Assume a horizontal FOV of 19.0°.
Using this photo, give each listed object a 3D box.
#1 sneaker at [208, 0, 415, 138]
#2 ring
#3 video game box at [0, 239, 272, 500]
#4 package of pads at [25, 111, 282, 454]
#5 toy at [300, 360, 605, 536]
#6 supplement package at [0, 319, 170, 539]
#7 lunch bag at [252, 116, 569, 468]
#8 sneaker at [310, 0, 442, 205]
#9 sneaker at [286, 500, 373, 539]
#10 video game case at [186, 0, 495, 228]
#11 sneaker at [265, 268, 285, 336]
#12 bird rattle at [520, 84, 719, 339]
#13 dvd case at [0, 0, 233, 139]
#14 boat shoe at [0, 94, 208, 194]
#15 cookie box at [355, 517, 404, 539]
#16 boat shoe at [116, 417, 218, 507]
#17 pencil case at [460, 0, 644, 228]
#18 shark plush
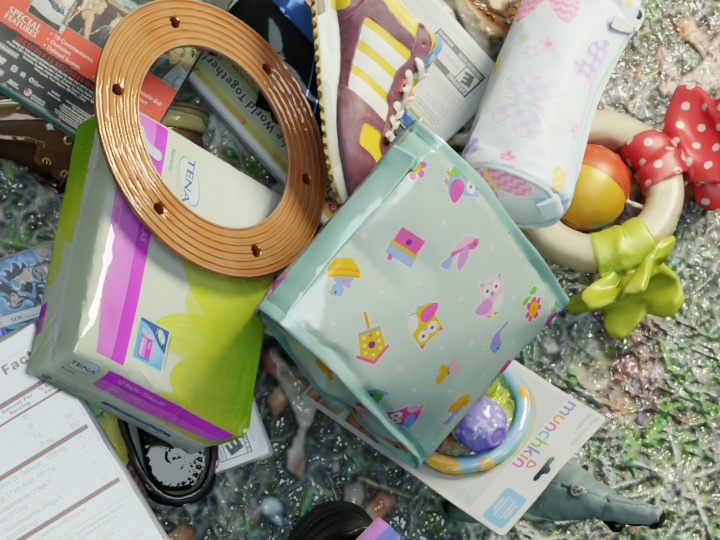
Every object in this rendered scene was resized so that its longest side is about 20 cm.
[{"bbox_3d":[-0.022,-0.119,1.556,0.078,0.070,0.200,-44,93,1],"label":"sneaker"},{"bbox_3d":[-0.102,-0.088,1.448,0.200,0.019,0.201,21,58,-37],"label":"ring"},{"bbox_3d":[-0.181,0.070,1.539,0.182,0.047,0.201,-19,89,-13],"label":"video game box"},{"bbox_3d":[-0.130,0.007,1.438,0.154,0.068,0.201,31,53,-34],"label":"package of pads"},{"bbox_3d":[0.059,0.088,1.523,0.200,0.047,0.115,31,69,35],"label":"toy"},{"bbox_3d":[-0.218,0.147,1.446,0.117,0.117,0.200,-31,91,-9],"label":"supplement package"},{"bbox_3d":[0.024,0.010,1.428,0.170,0.200,0.122,-48,52,-7],"label":"lunch bag"},{"bbox_3d":[0.015,-0.130,1.488,0.090,0.075,0.201,-6,91,0],"label":"sneaker"},{"bbox_3d":[-0.055,0.250,1.525,0.076,0.091,0.200,33,82,-8],"label":"sneaker"},{"bbox_3d":[-0.020,-0.153,1.600,0.182,0.023,0.200,-44,95,-11],"label":"video game case"},{"bbox_3d":[0.000,0.000,1.551,0.199,0.081,0.075,-20,115,-14],"label":"sneaker"},{"bbox_3d":[0.194,-0.060,1.596,0.163,0.113,0.201,22,78,9],"label":"bird rattle"},{"bbox_3d":[-0.173,-0.190,1.510,0.146,0.022,0.200,32,76,-13],"label":"dvd case"},{"bbox_3d":[-0.207,-0.088,1.534,0.199,0.072,0.068,2,83,-13],"label":"boat shoe"},{"bbox_3d":[0.018,0.300,1.492,0.171,0.075,0.200,-44,130,-11],"label":"cookie box"},{"bbox_3d":[-0.144,0.065,1.494,0.073,0.063,0.202,-14,87,-10],"label":"boat shoe"},{"bbox_3d":[0.139,-0.128,1.571,0.090,0.083,0.200,19,65,12],"label":"pencil case"},{"bbox_3d":[0.118,0.158,1.531,0.200,0.083,0.091,30,87,31],"label":"shark plush"}]
